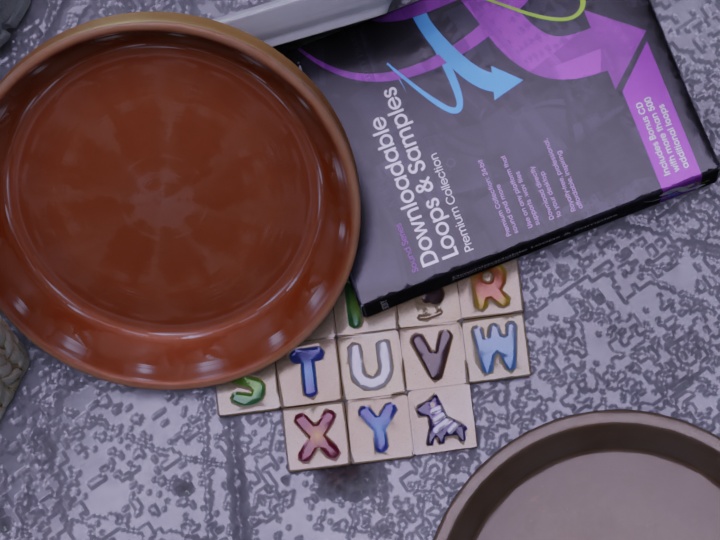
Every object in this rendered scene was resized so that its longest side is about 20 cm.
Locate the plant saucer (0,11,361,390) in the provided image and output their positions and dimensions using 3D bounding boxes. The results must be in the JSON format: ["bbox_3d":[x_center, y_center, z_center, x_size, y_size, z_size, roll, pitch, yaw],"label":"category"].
[{"bbox_3d":[-0.099,-0.034,1.026,0.198,0.032,0.202,1,117,1],"label":"plant saucer"}]

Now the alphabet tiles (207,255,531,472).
[{"bbox_3d":[0.000,0.000,1.078,0.165,0.006,0.202,-7,78,4],"label":"alphabet tiles"}]

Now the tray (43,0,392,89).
[{"bbox_3d":[-0.066,-0.122,1.063,0.198,0.107,0.022,-16,98,2],"label":"tray"}]

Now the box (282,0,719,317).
[{"bbox_3d":[0.068,-0.078,1.068,0.199,0.036,0.144,-22,78,1],"label":"box"}]

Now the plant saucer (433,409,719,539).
[{"bbox_3d":[0.129,0.170,1.022,0.198,0.029,0.202,-1,79,4],"label":"plant saucer"}]

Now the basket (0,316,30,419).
[{"bbox_3d":[-0.251,0.042,0.995,0.135,0.200,0.124,31,78,10],"label":"basket"}]

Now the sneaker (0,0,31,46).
[{"bbox_3d":[-0.231,-0.139,1.084,0.081,0.077,0.201,27,77,7],"label":"sneaker"}]
